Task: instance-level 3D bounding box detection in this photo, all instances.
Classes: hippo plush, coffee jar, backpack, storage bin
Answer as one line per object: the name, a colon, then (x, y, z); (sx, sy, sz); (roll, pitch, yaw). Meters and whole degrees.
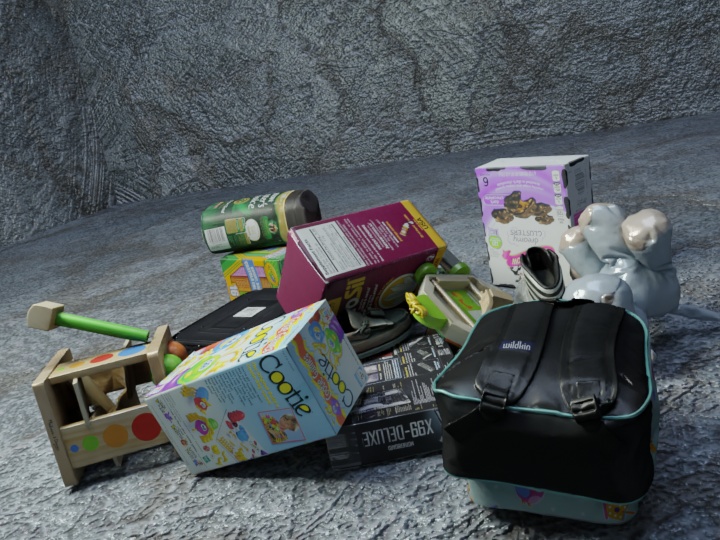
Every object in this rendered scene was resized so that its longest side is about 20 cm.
hippo plush: (0.295, 0.038, 0.805); (0.161, 0.201, 0.159); (-48, 26, -26)
coffee jar: (-0.171, -0.087, 1.180); (0.197, 0.086, 0.104); (-7, 18, 14)
backpack: (0.168, 0.110, 0.588); (0.174, 0.155, 0.200); (-2, 28, 24)
storage bin: (-0.153, 0.102, 0.959); (0.134, 0.095, 0.200); (-2, 19, 31)

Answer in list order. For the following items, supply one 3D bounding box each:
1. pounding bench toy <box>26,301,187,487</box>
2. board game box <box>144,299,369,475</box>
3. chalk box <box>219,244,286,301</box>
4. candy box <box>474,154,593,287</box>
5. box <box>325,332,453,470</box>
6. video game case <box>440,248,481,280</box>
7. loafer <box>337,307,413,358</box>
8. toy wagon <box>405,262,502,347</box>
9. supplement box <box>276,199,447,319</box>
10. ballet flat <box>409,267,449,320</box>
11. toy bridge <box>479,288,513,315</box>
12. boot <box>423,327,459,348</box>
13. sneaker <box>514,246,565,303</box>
pounding bench toy: (-0.285, 0.116, 0.792); (0.154, 0.202, 0.124); (-14, 13, -8)
board game box: (-0.109, 0.125, 0.714); (0.198, 0.106, 0.103); (-22, 14, 28)
chalk box: (-0.126, 0.017, 1.174); (0.198, 0.125, 0.124); (1, 20, 38)
candy box: (0.278, -0.073, 1.058); (0.071, 0.202, 0.167); (-24, 19, -37)
box: (0.039, 0.141, 0.766); (0.156, 0.050, 0.200); (-12, 15, 0)
video game case: (0.144, -0.012, 1.090); (0.017, 0.143, 0.200); (-48, 18, 2)
loafer: (-0.022, 0.077, 0.824); (0.198, 0.064, 0.072); (-20, 16, -26)
toy wagon: (0.129, 0.050, 0.859); (0.198, 0.040, 0.155); (0, 38, -40)
supplement box: (0.000, 0.000, 0.912); (0.198, 0.132, 0.104); (-17, 54, -30)
ballet flat: (0.078, 0.041, 1.037); (0.199, 0.075, 0.074); (-28, 21, -26)
toy bridge: (0.165, 0.083, 0.763); (0.066, 0.027, 0.201); (15, 30, -18)
boot: (0.139, 0.067, 0.963); (0.075, 0.074, 0.200); (19, 18, 6)
sneaker: (0.254, 0.013, 0.933); (0.075, 0.117, 0.201); (-10, 16, 4)
